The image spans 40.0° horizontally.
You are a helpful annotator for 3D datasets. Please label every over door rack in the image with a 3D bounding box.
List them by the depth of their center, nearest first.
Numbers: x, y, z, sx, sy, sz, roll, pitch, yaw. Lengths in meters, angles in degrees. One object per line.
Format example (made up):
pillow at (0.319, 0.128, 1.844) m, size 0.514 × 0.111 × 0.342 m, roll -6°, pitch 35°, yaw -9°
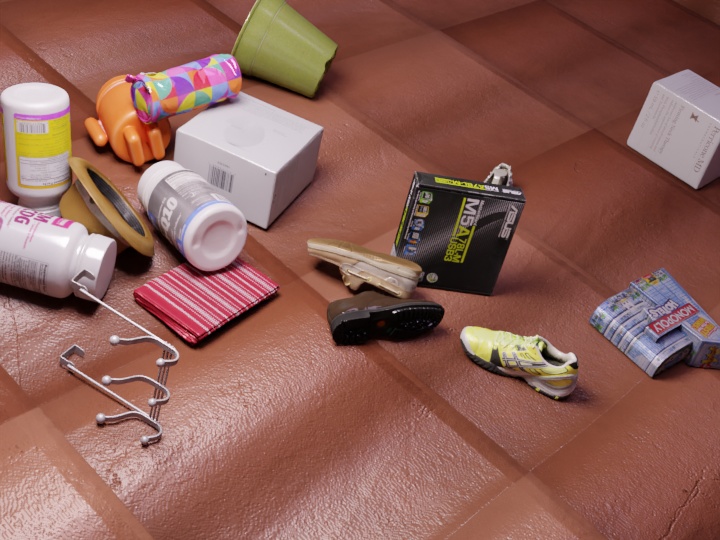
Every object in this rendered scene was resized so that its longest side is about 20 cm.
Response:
over door rack at (-0.331, 0.119, 1.303) m, size 0.199 × 0.150 × 0.066 m, roll 36°, pitch 36°, yaw 23°

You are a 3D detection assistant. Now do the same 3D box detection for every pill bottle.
pill bottle at (-0.469, -0.026, 1.455) m, size 0.196 × 0.115 × 0.114 m, roll 16°, pitch 37°, yaw -2°
pill bottle at (-0.507, -0.183, 1.554) m, size 0.102 × 0.203 × 0.105 m, roll 5°, pitch 29°, yaw -3°
pill bottle at (-0.277, -0.094, 1.599) m, size 0.112 × 0.116 × 0.199 m, roll -15°, pitch 37°, yaw -34°

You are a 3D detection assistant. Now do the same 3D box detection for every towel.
towel at (-0.239, 0.034, 1.543) m, size 0.143 × 0.023 × 0.199 m, roll 32°, pitch 39°, yaw 22°

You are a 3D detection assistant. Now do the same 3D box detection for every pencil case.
pencil case at (-0.303, -0.320, 1.714) m, size 0.198 × 0.089 × 0.088 m, roll -22°, pitch 51°, yaw -34°

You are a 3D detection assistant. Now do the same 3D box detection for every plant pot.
plant pot at (-0.153, -0.462, 2.076) m, size 0.188 × 0.201 × 0.201 m, roll 29°, pitch 37°, yaw -5°

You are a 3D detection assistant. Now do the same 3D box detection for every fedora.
fedora at (-0.409, -0.084, 1.548) m, size 0.082 × 0.201 × 0.201 m, roll -40°, pitch 53°, yaw 3°

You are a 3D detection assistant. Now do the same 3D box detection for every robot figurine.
robot figurine at (-0.409, -0.275, 1.782) m, size 0.116 × 0.144 × 0.201 m, roll 29°, pitch 21°, yaw -47°

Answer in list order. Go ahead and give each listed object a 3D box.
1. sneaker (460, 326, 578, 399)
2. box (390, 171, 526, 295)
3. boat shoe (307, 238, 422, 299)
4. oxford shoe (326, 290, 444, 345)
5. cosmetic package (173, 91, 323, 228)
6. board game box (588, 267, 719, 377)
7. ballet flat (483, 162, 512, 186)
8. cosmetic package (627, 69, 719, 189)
sneaker at (0.255, 0.127, 1.570) m, size 0.197 × 0.077 × 0.076 m, roll 21°, pitch 39°, yaw 8°
box at (0.158, -0.059, 1.661) m, size 0.189 × 0.203 × 0.048 m, roll 9°, pitch 35°, yaw -10°
boat shoe at (0.000, 0.000, 1.634) m, size 0.196 × 0.070 × 0.074 m, roll 17°, pitch 13°, yaw 8°
oxford shoe at (0.040, 0.062, 1.574) m, size 0.196 × 0.074 × 0.085 m, roll 0°, pitch 39°, yaw -21°
cosmetic package at (-0.200, -0.204, 1.767) m, size 0.197 × 0.124 × 0.200 m, roll 24°, pitch 39°, yaw 11°
board game box at (0.536, 0.102, 1.719) m, size 0.198 × 0.062 × 0.200 m, roll -20°, pitch 50°, yaw -38°
ballet flat at (0.251, -0.150, 1.920) m, size 0.071 × 0.073 × 0.201 m, roll 23°, pitch 39°, yaw 9°
cosmetic package at (0.749, -0.323, 2.234) m, size 0.165 × 0.169 × 0.199 m, roll -23°, pitch 51°, yaw -41°
